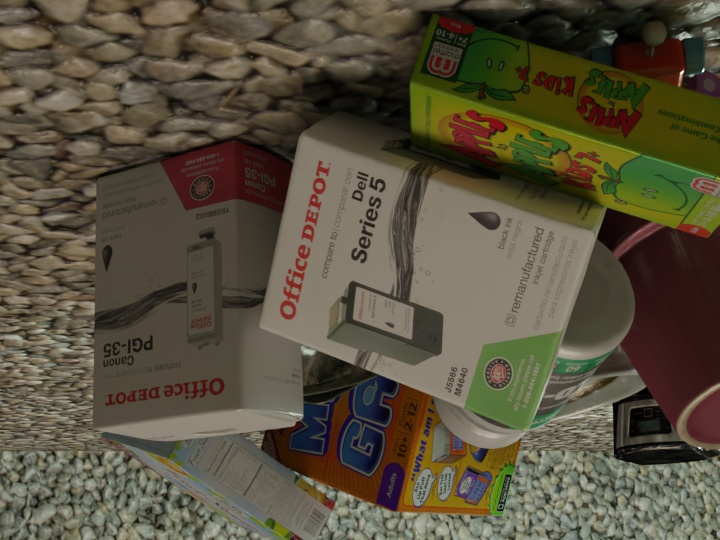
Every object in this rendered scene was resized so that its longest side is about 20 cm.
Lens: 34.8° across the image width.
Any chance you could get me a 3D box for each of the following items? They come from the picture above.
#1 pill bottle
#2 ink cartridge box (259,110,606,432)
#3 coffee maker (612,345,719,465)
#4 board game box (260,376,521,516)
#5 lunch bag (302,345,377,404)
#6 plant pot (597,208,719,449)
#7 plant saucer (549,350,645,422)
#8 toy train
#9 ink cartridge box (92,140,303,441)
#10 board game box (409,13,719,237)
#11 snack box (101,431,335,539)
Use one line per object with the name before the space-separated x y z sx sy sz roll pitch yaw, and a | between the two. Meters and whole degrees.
pill bottle | 0.131 0.061 0.928 0.112 0.114 0.201 1 149 -14
ink cartridge box | 0.045 -0.004 0.767 0.198 0.147 0.084 19 -158 12
coffee maker | 0.363 0.124 1.354 0.191 0.202 0.134 9 162 -38
board game box | 0.046 0.138 1.242 0.199 0.202 0.199 13 177 40
lunch bag | -0.077 0.043 1.042 0.199 0.119 0.163 9 -167 -41
plant pot | 0.285 0.033 0.916 0.197 0.180 0.201 -7 144 -5
plant saucer | 0.184 0.109 1.122 0.198 0.051 0.200 -13 162 -4
toy train | 0.245 -0.109 0.734 0.197 0.056 0.150 -4 166 5
ink cartridge box | -0.124 0.020 0.875 0.145 0.202 0.083 -11 164 29
board game box | 0.130 -0.084 0.690 0.198 0.048 0.102 18 168 7
snack box | -0.150 0.208 1.204 0.200 0.068 0.168 40 159 -29
